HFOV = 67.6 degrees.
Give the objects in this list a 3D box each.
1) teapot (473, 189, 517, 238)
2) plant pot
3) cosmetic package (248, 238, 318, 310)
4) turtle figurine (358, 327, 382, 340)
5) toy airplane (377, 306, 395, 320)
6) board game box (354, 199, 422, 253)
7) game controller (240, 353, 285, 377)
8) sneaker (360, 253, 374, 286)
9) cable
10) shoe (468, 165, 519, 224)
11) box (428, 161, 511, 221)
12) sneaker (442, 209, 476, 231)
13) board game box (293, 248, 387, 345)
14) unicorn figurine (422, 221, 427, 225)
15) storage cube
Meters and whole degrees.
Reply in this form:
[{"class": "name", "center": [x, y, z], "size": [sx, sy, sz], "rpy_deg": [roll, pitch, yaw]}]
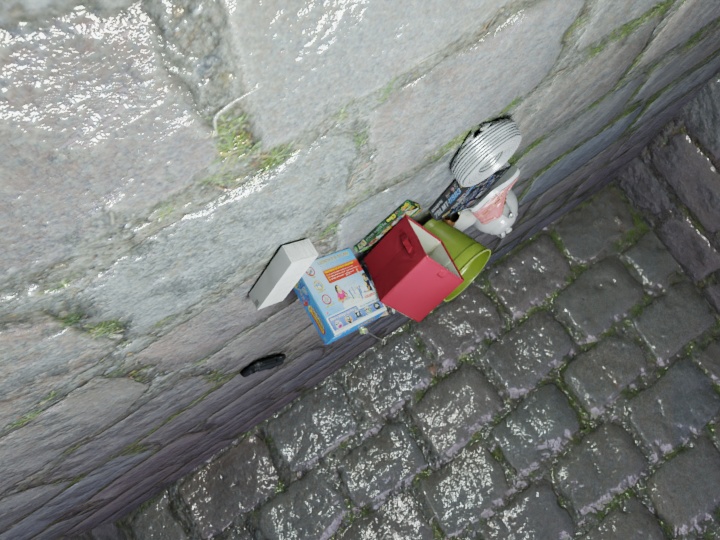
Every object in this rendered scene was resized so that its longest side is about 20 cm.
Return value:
[{"class": "teapot", "center": [0.492, -0.196, 1.929], "size": [0.198, 0.148, 0.198], "rpy_deg": [-21, 161, -46]}, {"class": "plant pot", "center": [0.257, -0.050, 1.622], "size": [0.199, 0.193, 0.202], "rpy_deg": [-37, 158, -18]}, {"class": "cosmetic package", "center": [-0.180, 0.010, 1.235], "size": [0.081, 0.051, 0.200], "rpy_deg": [-17, 158, -45]}, {"class": "turtle figurine", "center": [0.044, 0.174, 2.044], "size": [0.194, 0.149, 0.194], "rpy_deg": [11, 180, -5]}, {"class": "toy airplane", "center": [0.071, 0.052, 1.839], "size": [0.199, 0.143, 0.198], "rpy_deg": [-40, -154, -12]}, {"class": "board game box", "center": [0.077, -0.117, 1.482], "size": [0.199, 0.024, 0.104], "rpy_deg": [-41, 167, 20]}, {"class": "game controller", "center": [-0.356, 0.346, 1.976], "size": [0.102, 0.043, 0.199], "rpy_deg": [-24, 170, 22]}, {"class": "sneaker", "center": [0.000, 0.000, 1.616], "size": [0.194, 0.112, 0.070], "rpy_deg": [-6, 176, 17]}, {"class": "cable", "center": [0.320, -0.295, 1.359], "size": [0.197, 0.070, 0.201], "rpy_deg": [-27, 164, -29]}, {"class": "shoe", "center": [0.444, -0.239, 1.732], "size": [0.199, 0.072, 0.091], "rpy_deg": [-42, 120, 14]}, {"class": "box", "center": [0.322, -0.241, 1.587], "size": [0.196, 0.050, 0.200], "rpy_deg": [-23, 162, -38]}, {"class": "sneaker", "center": [0.328, -0.184, 1.752], "size": [0.200, 0.071, 0.087], "rpy_deg": [-45, 136, -39]}, {"class": "board game box", "center": [-0.057, 0.061, 1.384], "size": [0.197, 0.199, 0.056], "rpy_deg": [-20, 162, -42]}, {"class": "unicorn figurine", "center": [0.232, -0.098, 1.792], "size": [0.135, 0.075, 0.201], "rpy_deg": [-27, 164, -26]}, {"class": "storage cube", "center": [0.143, -0.001, 1.463], "size": [0.180, 0.173, 0.198], "rpy_deg": [-43, 133, 20]}]
